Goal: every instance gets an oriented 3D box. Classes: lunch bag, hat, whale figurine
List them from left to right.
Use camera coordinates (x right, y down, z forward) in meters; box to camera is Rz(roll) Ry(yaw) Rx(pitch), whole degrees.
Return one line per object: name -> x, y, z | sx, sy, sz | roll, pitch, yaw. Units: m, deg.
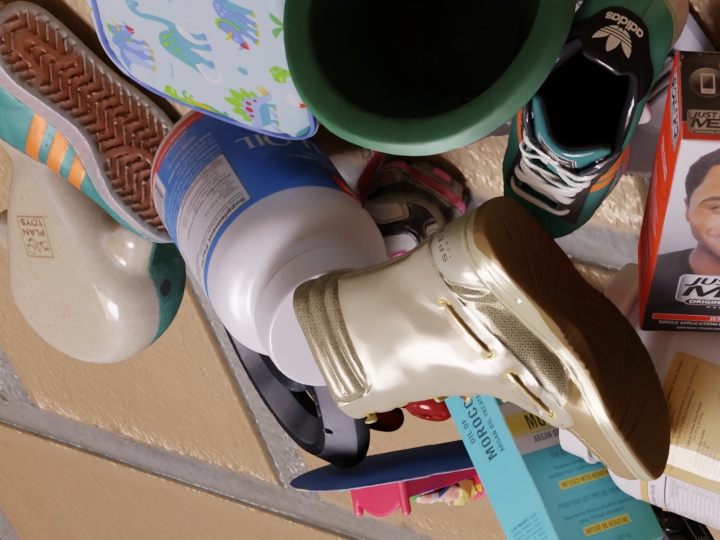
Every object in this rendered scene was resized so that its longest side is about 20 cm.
whale figurine -> -0.191, -0.037, 1.862 | 0.159, 0.104, 0.201 | 2, 117, 44
lunch bag -> -0.087, -0.173, 1.523 | 0.160, 0.083, 0.200 | 19, 150, 19
hat -> 0.063, -0.121, 1.461 | 0.199, 0.166, 0.176 | 12, 171, 32

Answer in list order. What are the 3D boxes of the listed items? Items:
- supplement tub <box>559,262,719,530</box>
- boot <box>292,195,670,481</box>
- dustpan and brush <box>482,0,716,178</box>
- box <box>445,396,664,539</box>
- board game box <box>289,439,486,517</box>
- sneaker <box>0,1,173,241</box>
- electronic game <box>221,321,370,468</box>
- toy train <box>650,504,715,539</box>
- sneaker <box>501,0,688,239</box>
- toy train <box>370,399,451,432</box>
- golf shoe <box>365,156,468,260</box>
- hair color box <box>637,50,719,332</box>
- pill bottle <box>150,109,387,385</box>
supplement tub -> 0.232, 0.084, 1.577 | 0.199, 0.145, 0.145 | 21, 151, 18
boot -> 0.070, 0.058, 1.502 | 0.155, 0.073, 0.200 | -22, 124, 33
dustpan and brush -> 0.109, -0.095, 1.487 | 0.199, 0.057, 0.140 | 0, 140, 44
box -> 0.109, 0.095, 1.661 | 0.049, 0.082, 0.201 | -43, 66, 50
board game box -> 0.053, 0.147, 1.813 | 0.199, 0.039, 0.158 | -10, -177, 2
sneaker -> -0.188, -0.096, 1.755 | 0.200, 0.071, 0.080 | 49, 152, -23
electronic game -> -0.050, 0.044, 1.809 | 0.200, 0.041, 0.200 | 54, 162, 27
toy train -> 0.181, 0.127, 1.704 | 0.046, 0.200, 0.034 | 2, 131, -30
sneaker -> 0.110, -0.076, 1.408 | 0.071, 0.080, 0.200 | 29, 140, 8
toy train -> 0.054, 0.082, 1.832 | 0.115, 0.085, 0.200 | 22, 162, -23
golf shoe -> 0.000, 0.000, 1.719 | 0.072, 0.092, 0.200 | 30, 154, -4
hair color box -> 0.211, -0.038, 1.451 | 0.101, 0.061, 0.200 | 2, 149, 1
pill bottle -> -0.049, -0.017, 1.618 | 0.112, 0.112, 0.200 | 55, 180, -39
